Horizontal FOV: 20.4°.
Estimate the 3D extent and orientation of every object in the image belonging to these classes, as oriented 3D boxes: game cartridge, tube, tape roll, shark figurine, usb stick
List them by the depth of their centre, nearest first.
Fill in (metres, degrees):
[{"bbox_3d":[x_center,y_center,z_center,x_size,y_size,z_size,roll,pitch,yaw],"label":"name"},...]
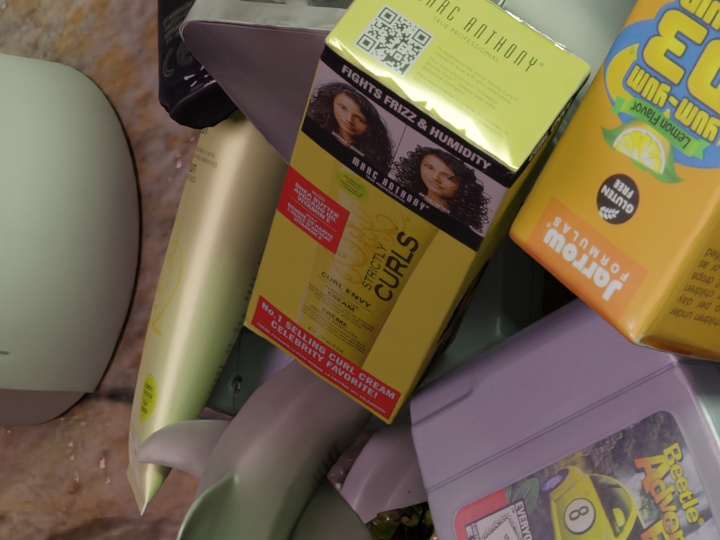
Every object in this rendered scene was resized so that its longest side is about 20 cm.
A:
[{"bbox_3d":[0.089,0.108,0.665,0.133,0.041,0.201,-31,64,37],"label":"game cartridge"},{"bbox_3d":[-0.044,0.125,0.760,0.127,0.089,0.217,-2,83,18],"label":"shark figurine"},{"bbox_3d":[-0.064,0.002,0.851,0.052,0.058,0.201,21,95,28],"label":"tube"},{"bbox_3d":[-0.064,-0.151,0.852,0.055,0.033,0.201,-26,51,30],"label":"usb stick"},{"bbox_3d":[0.000,0.000,0.856,0.199,0.040,0.134,-12,64,46],"label":"game cartridge"},{"bbox_3d":[-0.230,-0.019,1.051,0.202,0.138,0.205,-7,81,46],"label":"tape roll"}]

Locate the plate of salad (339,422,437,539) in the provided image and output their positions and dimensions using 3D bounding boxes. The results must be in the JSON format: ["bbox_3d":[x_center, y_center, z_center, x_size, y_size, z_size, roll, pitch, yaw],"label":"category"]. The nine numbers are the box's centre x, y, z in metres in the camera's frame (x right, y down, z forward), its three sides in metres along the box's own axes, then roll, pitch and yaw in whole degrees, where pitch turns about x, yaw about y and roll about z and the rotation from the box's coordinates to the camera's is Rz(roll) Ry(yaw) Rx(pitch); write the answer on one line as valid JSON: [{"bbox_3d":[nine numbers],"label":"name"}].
[{"bbox_3d":[0.043,0.144,0.814,0.199,0.048,0.202,-7,81,46],"label":"plate of salad"}]

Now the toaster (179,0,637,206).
[{"bbox_3d":[0.052,-0.122,0.737,0.199,0.119,0.182,12,68,44],"label":"toaster"}]

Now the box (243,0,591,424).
[{"bbox_3d":[0.012,-0.021,0.676,0.075,0.050,0.200,34,153,6],"label":"box"}]

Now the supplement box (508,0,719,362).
[{"bbox_3d":[0.127,-0.072,0.593,0.066,0.069,0.201,41,112,38],"label":"supplement box"}]
